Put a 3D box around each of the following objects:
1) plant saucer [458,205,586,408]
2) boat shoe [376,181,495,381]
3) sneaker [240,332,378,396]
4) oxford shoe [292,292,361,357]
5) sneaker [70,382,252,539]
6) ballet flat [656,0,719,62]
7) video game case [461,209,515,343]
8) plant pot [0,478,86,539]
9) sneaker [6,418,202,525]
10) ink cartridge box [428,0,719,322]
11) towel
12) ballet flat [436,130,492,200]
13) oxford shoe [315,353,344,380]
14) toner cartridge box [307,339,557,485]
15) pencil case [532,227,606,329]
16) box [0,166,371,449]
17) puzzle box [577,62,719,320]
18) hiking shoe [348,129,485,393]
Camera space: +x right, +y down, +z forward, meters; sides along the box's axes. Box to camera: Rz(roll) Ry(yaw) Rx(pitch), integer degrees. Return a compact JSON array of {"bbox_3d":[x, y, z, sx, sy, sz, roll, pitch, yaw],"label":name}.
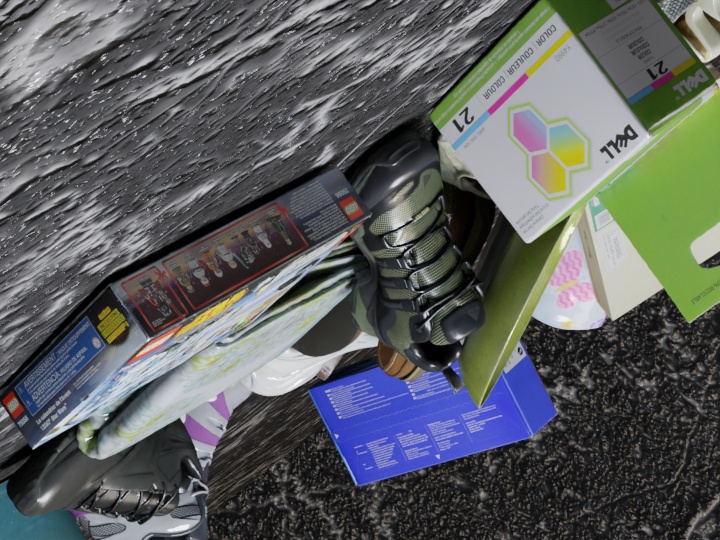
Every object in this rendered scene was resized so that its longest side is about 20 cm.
[{"bbox_3d":[0.114,-0.001,1.422,0.200,0.031,0.200,-62,174,-12],"label":"plant saucer"},{"bbox_3d":[0.037,0.002,1.558,0.068,0.072,0.200,3,129,-20],"label":"boat shoe"},{"bbox_3d":[-0.008,0.025,1.620,0.200,0.078,0.099,-35,171,-21],"label":"sneaker"},{"bbox_3d":[0.000,0.000,1.488,0.071,0.071,0.200,-37,174,-40],"label":"oxford shoe"},{"bbox_3d":[-0.136,0.171,1.674,0.200,0.140,0.078,-34,174,-20],"label":"sneaker"},{"bbox_3d":[0.233,-0.181,1.412,0.072,0.072,0.200,-32,173,-34],"label":"ballet flat"},{"bbox_3d":[0.115,-0.038,1.559,0.200,0.022,0.183,-47,161,-75],"label":"video game case"},{"bbox_3d":[-0.265,0.280,1.557,0.200,0.188,0.200,-37,175,-4],"label":"plant pot"},{"bbox_3d":[-0.175,0.145,1.496,0.076,0.091,0.200,-37,174,30],"label":"sneaker"},{"bbox_3d":[0.156,-0.062,1.236,0.076,0.200,0.148,-32,173,-36],"label":"ink cartridge box"},{"bbox_3d":[-0.093,0.045,1.411,0.171,0.048,0.200,-28,170,-42],"label":"towel"},{"bbox_3d":[0.084,-0.075,1.406,0.067,0.062,0.200,-36,175,4],"label":"ballet flat"},{"bbox_3d":[0.021,0.021,1.748,0.200,0.073,0.071,-34,175,-21],"label":"oxford shoe"},{"bbox_3d":[0.056,0.106,1.672,0.200,0.095,0.043,-20,-172,42],"label":"toner cartridge box"},{"bbox_3d":[0.187,-0.048,1.641,0.083,0.090,0.200,-51,165,-56],"label":"pencil case"},{"bbox_3d":[-0.098,0.019,1.182,0.200,0.040,0.137,-30,173,-47],"label":"box"},{"bbox_3d":[0.225,-0.058,1.564,0.133,0.025,0.200,-32,143,-8],"label":"puzzle box"},{"bbox_3d":[0.045,-0.007,1.324,0.076,0.101,0.200,-39,151,-22],"label":"hiking shoe"}]
